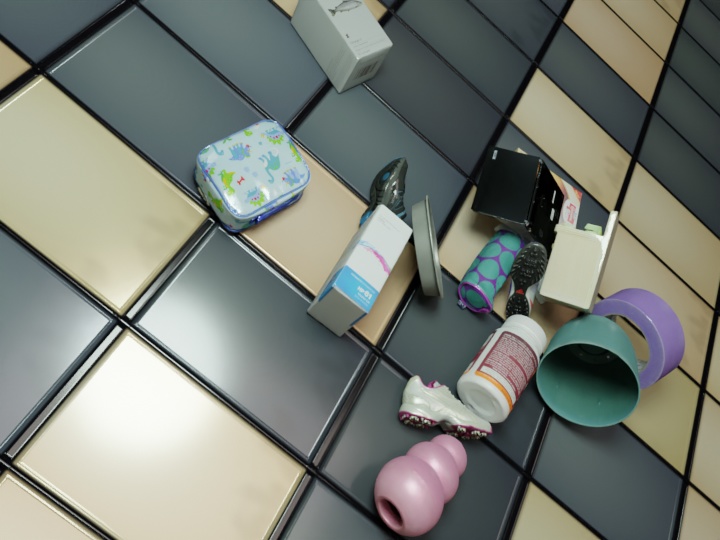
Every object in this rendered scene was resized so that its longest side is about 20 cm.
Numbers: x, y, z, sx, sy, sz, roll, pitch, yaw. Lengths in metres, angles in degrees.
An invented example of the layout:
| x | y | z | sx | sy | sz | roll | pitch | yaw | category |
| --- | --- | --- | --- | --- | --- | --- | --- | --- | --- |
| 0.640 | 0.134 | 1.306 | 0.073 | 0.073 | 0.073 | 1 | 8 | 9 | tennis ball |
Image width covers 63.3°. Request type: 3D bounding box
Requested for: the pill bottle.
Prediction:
| x | y | z | sx | sy | sz | roll | pitch | yaw | category |
| --- | --- | --- | --- | --- | --- | --- | --- | --- | --- |
| 0.286 | 0.190 | 1.163 | 0.115 | 0.114 | 0.200 | 46 | 58 | -1 | pill bottle |

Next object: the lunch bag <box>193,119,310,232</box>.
| x | y | z | sx | sy | sz | roll | pitch | yaw | category |
| --- | --- | --- | --- | --- | --- | --- | --- | --- | --- |
| -0.199 | -0.174 | 1.088 | 0.198 | 0.082 | 0.163 | -34 | 86 | -32 | lunch bag |

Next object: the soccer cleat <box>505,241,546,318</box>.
| x | y | z | sx | sy | sz | roll | pitch | yaw | category |
| --- | --- | --- | --- | --- | --- | --- | --- | --- | --- |
| 0.349 | 0.015 | 1.230 | 0.066 | 0.205 | 0.074 | 15 | 40 | 17 | soccer cleat |

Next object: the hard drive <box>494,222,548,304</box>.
| x | y | z | sx | sy | sz | roll | pitch | yaw | category |
| --- | --- | --- | --- | --- | --- | --- | --- | --- | --- |
| 0.410 | -0.040 | 1.369 | 0.130 | 0.026 | 0.204 | -28 | 84 | -32 | hard drive |

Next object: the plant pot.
| x | y | z | sx | sy | sz | roll | pitch | yaw | category |
| --- | --- | --- | --- | --- | --- | --- | --- | --- | --- |
| 0.480 | 0.191 | 1.217 | 0.201 | 0.200 | 0.161 | 46 | 39 | -2 | plant pot |

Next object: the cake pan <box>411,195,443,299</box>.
| x | y | z | sx | sy | sz | roll | pitch | yaw | category |
| --- | --- | --- | --- | --- | --- | --- | --- | --- | --- |
| 0.132 | -0.043 | 1.152 | 0.035 | 0.201 | 0.207 | -8 | 69 | 10 | cake pan |

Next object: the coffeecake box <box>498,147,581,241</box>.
| x | y | z | sx | sy | sz | roll | pitch | yaw | category |
| --- | --- | --- | --- | --- | --- | --- | --- | --- | --- |
| 0.407 | -0.157 | 1.354 | 0.196 | 0.073 | 0.157 | 30 | 60 | -13 | coffeecake box |

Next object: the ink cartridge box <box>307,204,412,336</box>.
| x | y | z | sx | sy | sz | roll | pitch | yaw | category |
| --- | --- | --- | --- | --- | --- | --- | --- | --- | --- |
| 0.000 | 0.000 | 1.079 | 0.084 | 0.144 | 0.203 | 34 | 59 | -8 | ink cartridge box |

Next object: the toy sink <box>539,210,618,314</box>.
| x | y | z | sx | sy | sz | roll | pitch | yaw | category |
| --- | --- | --- | --- | --- | --- | --- | --- | --- | --- |
| 0.456 | -0.027 | 1.224 | 0.109 | 0.130 | 0.207 | 18 | 90 | 25 | toy sink |

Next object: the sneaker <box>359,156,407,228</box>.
| x | y | z | sx | sy | sz | roll | pitch | yaw | category |
| --- | --- | --- | --- | --- | --- | --- | --- | --- | --- |
| 0.061 | -0.146 | 1.224 | 0.081 | 0.072 | 0.205 | 36 | 63 | -27 | sneaker |

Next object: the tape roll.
| x | y | z | sx | sy | sz | roll | pitch | yaw | category |
| --- | --- | --- | --- | --- | --- | --- | --- | --- | --- |
| 0.594 | 0.149 | 1.281 | 0.083 | 0.200 | 0.205 | -18 | 78 | -30 | tape roll |

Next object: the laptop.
| x | y | z | sx | sy | sz | roll | pitch | yaw | category |
| --- | --- | --- | --- | --- | --- | --- | --- | --- | --- |
| 0.349 | -0.148 | 1.276 | 0.199 | 0.101 | 0.182 | 42 | 58 | -36 | laptop |

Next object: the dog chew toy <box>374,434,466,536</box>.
| x | y | z | sx | sy | sz | roll | pitch | yaw | category |
| --- | --- | --- | --- | --- | --- | --- | --- | --- | --- |
| 0.114 | 0.359 | 1.012 | 0.197 | 0.124 | 0.127 | -28 | 83 | -40 | dog chew toy |

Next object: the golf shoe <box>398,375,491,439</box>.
| x | y | z | sx | sy | sz | roll | pitch | yaw | category |
| --- | --- | --- | --- | --- | --- | --- | --- | --- | --- |
| 0.166 | 0.259 | 1.102 | 0.195 | 0.075 | 0.094 | 21 | 59 | -19 | golf shoe |

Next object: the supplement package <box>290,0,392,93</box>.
| x | y | z | sx | sy | sz | roll | pitch | yaw | category |
| --- | --- | --- | --- | --- | --- | --- | --- | --- | --- |
| -0.044 | -0.523 | 1.285 | 0.116 | 0.117 | 0.203 | -33 | 86 | -31 | supplement package |

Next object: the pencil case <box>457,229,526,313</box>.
| x | y | z | sx | sy | sz | roll | pitch | yaw | category |
| --- | --- | --- | --- | --- | --- | --- | --- | --- | --- |
| 0.284 | 0.002 | 1.254 | 0.201 | 0.084 | 0.094 | -48 | 113 | -34 | pencil case |
